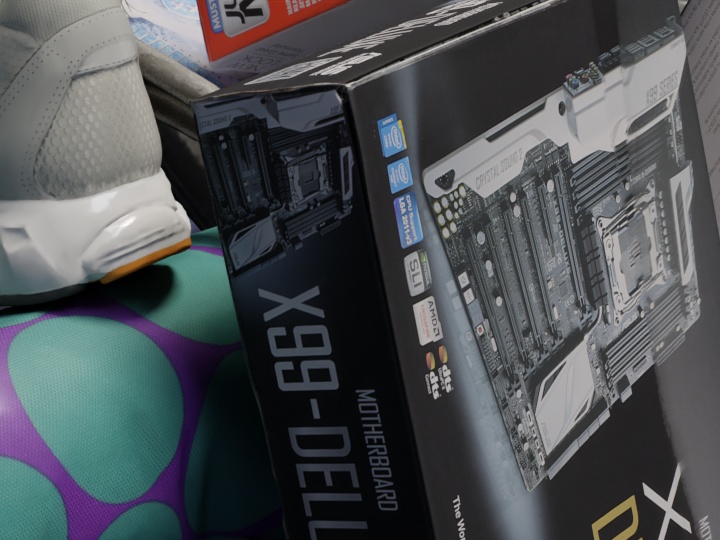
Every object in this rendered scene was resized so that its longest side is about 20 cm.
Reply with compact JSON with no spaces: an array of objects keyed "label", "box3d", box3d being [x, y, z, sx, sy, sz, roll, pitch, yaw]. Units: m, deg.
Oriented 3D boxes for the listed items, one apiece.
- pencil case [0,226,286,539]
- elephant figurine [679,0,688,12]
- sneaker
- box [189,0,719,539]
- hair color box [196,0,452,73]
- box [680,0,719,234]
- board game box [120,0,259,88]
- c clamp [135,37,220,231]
[{"label":"pencil case","box3d":[-0.075,0.052,0.683,0.085,0.093,0.200,-6,9,37]},{"label":"elephant figurine","box3d":[0.150,-0.143,1.056,0.141,0.200,0.155,24,30,-8]},{"label":"sneaker","box3d":[-0.125,-0.048,0.725,0.200,0.092,0.076,5,16,38]},{"label":"box","box3d":[0.040,0.033,0.708,0.050,0.200,0.158,-3,14,36]},{"label":"hair color box","box3d":[0.052,-0.120,0.893,0.111,0.200,0.064,1,75,-50]},{"label":"box","box3d":[0.125,-0.017,0.841,0.035,0.200,0.110,-9,47,-47]},{"label":"board game box","box3d":[-0.122,-0.109,0.953,0.200,0.026,0.200,7,36,-33]},{"label":"c clamp","box3d":[0.000,0.000,0.789,0.171,0.027,0.200,33,-11,35]}]
